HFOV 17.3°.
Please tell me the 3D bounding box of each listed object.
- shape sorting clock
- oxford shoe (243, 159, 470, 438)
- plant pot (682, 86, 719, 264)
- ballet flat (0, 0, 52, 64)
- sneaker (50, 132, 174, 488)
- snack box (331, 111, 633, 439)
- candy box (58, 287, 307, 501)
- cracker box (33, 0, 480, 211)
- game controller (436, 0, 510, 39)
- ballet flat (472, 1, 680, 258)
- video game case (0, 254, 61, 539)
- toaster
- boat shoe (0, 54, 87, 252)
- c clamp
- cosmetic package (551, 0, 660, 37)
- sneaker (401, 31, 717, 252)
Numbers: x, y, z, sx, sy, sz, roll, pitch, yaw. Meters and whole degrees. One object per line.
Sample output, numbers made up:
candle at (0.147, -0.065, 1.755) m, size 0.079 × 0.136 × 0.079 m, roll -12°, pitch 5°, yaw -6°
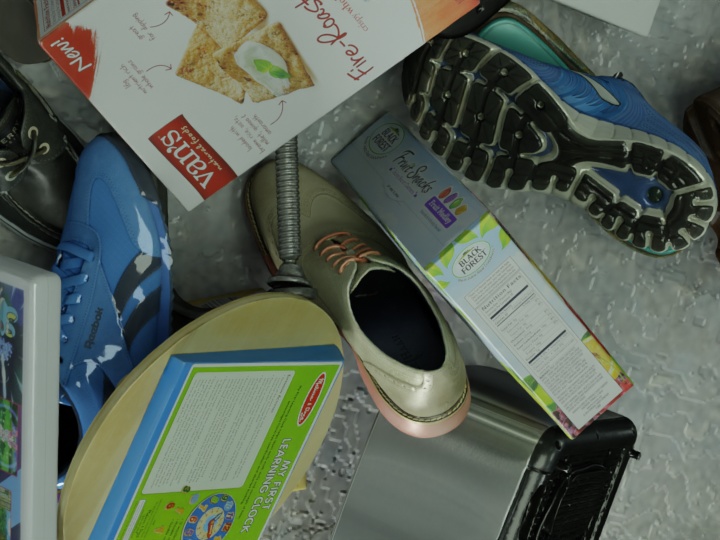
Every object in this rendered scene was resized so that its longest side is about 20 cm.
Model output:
shape sorting clock at (-0.087, 0.097, 1.301) m, size 0.200 × 0.039 × 0.201 m, roll -28°, pitch 139°, yaw -28°
oxford shoe at (0.000, 0.000, 1.350) m, size 0.071 × 0.200 × 0.074 m, roll -33°, pitch 155°, yaw -17°
plant pot at (0.317, -0.069, 1.461) m, size 0.197 × 0.200 × 0.201 m, roll -19°, pitch 110°, yaw -7°
ballet flat at (-0.201, -0.210, 1.292) m, size 0.067 × 0.046 × 0.201 m, roll -15°, pitch 106°, yaw 16°
sneaker at (-0.149, 0.026, 1.299) m, size 0.078 × 0.066 × 0.201 m, roll -9°, pitch 106°, yaw -30°
snack box at (0.067, -0.002, 1.362) m, size 0.053 × 0.200 × 0.142 m, roll -40°, pitch 115°, yaw 1°
candy box at (-0.137, 0.087, 1.386) m, size 0.199 × 0.056 × 0.117 m, roll -10°, pitch 106°, yaw -21°
cracker box at (-0.056, -0.143, 1.257) m, size 0.200 × 0.058 × 0.134 m, roll -35°, pitch 121°, yaw 11°
game controller at (0.089, -0.222, 1.333) m, size 0.200 × 0.042 × 0.104 m, roll -42°, pitch 107°, yaw -16°
ballet flat at (0.132, -0.091, 1.438) m, size 0.200 × 0.071 × 0.071 m, roll 44°, pitch 86°, yaw -18°
video game case at (-0.223, 0.081, 1.285) m, size 0.023 × 0.182 × 0.201 m, roll -9°, pitch 108°, yaw -42°
toaster at (0.068, 0.160, 1.417) m, size 0.200 × 0.118 × 0.182 m, roll 2°, pitch 109°, yaw -67°
boat shoe at (-0.205, -0.080, 1.313) m, size 0.069 × 0.057 × 0.200 m, roll -43°, pitch 115°, yaw -6°
c clamp at (-0.064, -0.054, 1.330) m, size 0.170 × 0.027 × 0.201 m, roll 2°, pitch 85°, yaw 18°
cosmetic package at (0.107, -0.243, 1.397) m, size 0.199 × 0.052 × 0.151 m, roll 19°, pitch 98°, yaw -25°
sneaker at (0.115, -0.081, 1.367) m, size 0.199 × 0.089 × 0.079 m, roll 30°, pitch 114°, yaw 3°
